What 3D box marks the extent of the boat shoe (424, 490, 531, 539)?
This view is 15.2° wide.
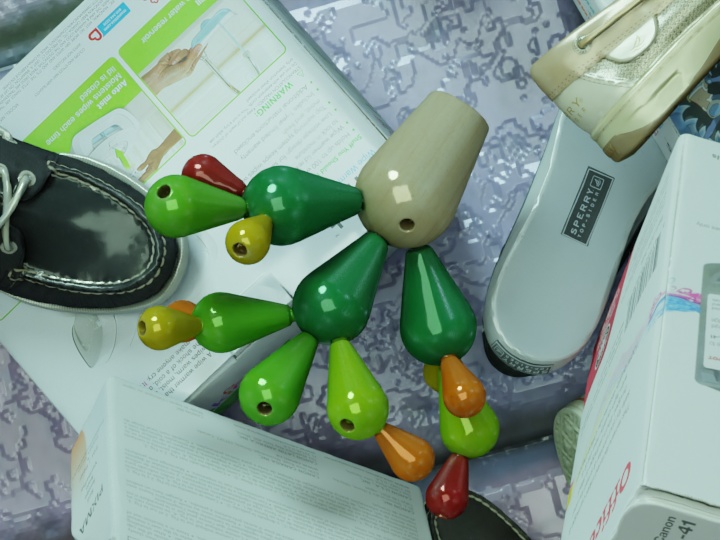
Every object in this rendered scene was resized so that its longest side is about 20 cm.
[{"bbox_3d":[0.098,0.174,1.221,0.073,0.065,0.200,-31,76,-36],"label":"boat shoe"}]

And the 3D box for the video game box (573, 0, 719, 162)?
[{"bbox_3d":[0.201,-0.142,1.223,0.199,0.047,0.183,-28,80,-8],"label":"video game box"}]

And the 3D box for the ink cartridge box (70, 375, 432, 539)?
[{"bbox_3d":[-0.041,0.137,1.141,0.162,0.200,0.050,21,117,-16],"label":"ink cartridge box"}]

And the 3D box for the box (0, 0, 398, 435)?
[{"bbox_3d":[-0.089,-0.034,1.268,0.200,0.097,0.177,-43,81,5],"label":"box"}]

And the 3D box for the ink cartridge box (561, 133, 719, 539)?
[{"bbox_3d":[0.140,0.068,1.110,0.085,0.148,0.201,15,47,-3],"label":"ink cartridge box"}]

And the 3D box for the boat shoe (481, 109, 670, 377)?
[{"bbox_3d":[0.108,-0.040,1.245,0.068,0.057,0.201,30,73,-1],"label":"boat shoe"}]

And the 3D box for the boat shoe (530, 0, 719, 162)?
[{"bbox_3d":[0.157,-0.139,1.162,0.064,0.071,0.200,42,82,4],"label":"boat shoe"}]

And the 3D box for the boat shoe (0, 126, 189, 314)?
[{"bbox_3d":[-0.174,-0.035,1.207,0.199,0.060,0.074,25,91,13],"label":"boat shoe"}]

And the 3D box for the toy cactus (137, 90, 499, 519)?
[{"bbox_3d":[0.000,0.000,1.172,0.200,0.102,0.165,36,78,-12],"label":"toy cactus"}]

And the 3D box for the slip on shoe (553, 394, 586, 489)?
[{"bbox_3d":[0.153,0.144,1.230,0.061,0.074,0.201,-21,87,-21],"label":"slip on shoe"}]
